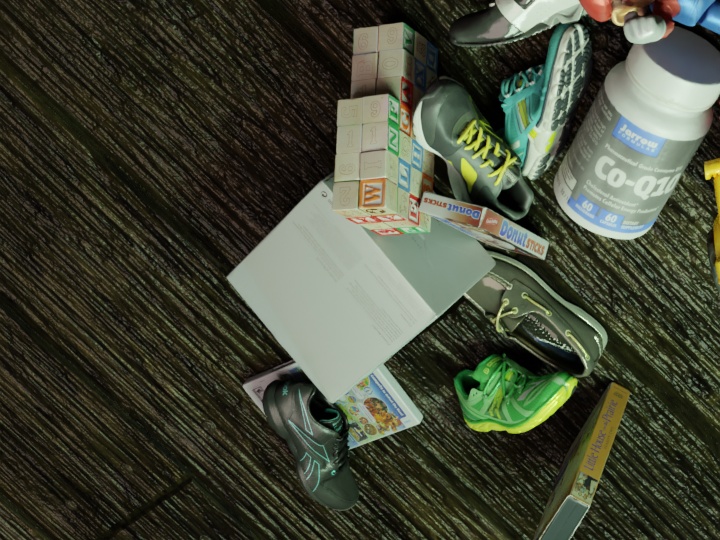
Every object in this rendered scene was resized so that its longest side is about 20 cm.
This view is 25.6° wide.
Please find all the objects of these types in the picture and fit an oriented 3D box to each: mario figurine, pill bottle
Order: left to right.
[{"bbox_3d":[0.279,-0.137,1.573,0.114,0.114,0.200,27,131,5],"label":"pill bottle"},{"bbox_3d":[0.291,-0.263,1.446,0.199,0.124,0.106,8,116,-10],"label":"mario figurine"}]

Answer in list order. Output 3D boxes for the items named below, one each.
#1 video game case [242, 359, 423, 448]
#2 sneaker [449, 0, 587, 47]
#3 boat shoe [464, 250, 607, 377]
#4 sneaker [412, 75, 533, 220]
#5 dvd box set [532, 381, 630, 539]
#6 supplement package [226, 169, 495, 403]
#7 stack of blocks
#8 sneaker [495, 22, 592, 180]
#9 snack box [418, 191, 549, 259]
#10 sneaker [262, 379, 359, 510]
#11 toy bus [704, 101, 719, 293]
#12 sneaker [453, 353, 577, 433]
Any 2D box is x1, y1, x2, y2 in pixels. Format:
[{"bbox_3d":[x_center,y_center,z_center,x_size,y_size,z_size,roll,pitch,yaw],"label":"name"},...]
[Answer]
[{"bbox_3d":[-0.037,0.166,2.012,0.200,0.018,0.143,-24,111,37],"label":"video game case"},{"bbox_3d":[0.172,-0.280,1.548,0.200,0.074,0.089,-16,112,20],"label":"sneaker"},{"bbox_3d":[0.185,0.048,1.790,0.201,0.060,0.072,33,133,-1],"label":"boat shoe"},{"bbox_3d":[0.123,-0.124,1.618,0.085,0.075,0.200,25,163,38],"label":"sneaker"},{"bbox_3d":[0.247,0.239,1.812,0.029,0.200,0.147,27,131,5],"label":"dvd box set"},{"bbox_3d":[0.000,0.000,1.762,0.191,0.147,0.200,50,130,3],"label":"supplement package"},{"bbox_3d":[0.027,-0.146,1.613,0.058,0.201,0.115,-3,167,26],"label":"stack of blocks"},{"bbox_3d":[0.178,-0.174,1.615,0.080,0.078,0.200,34,140,14],"label":"sneaker"},{"bbox_3d":[0.133,-0.046,1.672,0.072,0.200,0.024,17,89,27],"label":"snack box"},{"bbox_3d":[-0.048,0.221,1.997,0.079,0.075,0.200,-17,116,31],"label":"sneaker"},{"bbox_3d":[0.399,-0.080,1.545,0.135,0.200,0.193,-16,86,20],"label":"toy bus"},{"bbox_3d":[0.169,0.140,1.832,0.200,0.074,0.084,-16,109,56],"label":"sneaker"}]
